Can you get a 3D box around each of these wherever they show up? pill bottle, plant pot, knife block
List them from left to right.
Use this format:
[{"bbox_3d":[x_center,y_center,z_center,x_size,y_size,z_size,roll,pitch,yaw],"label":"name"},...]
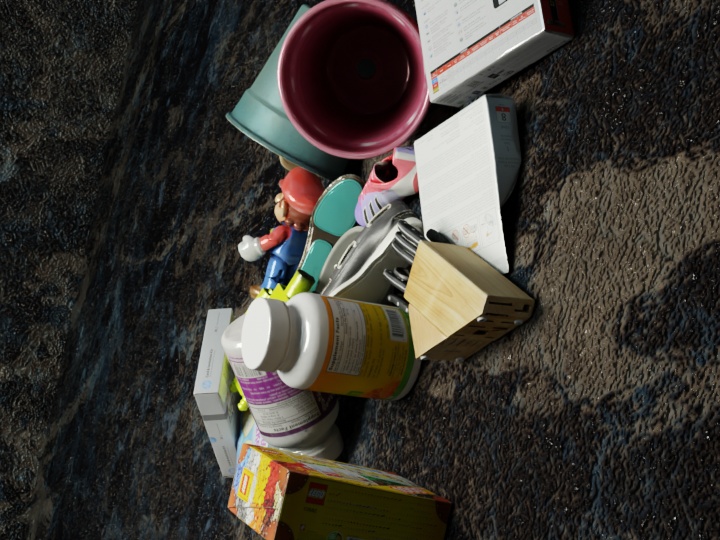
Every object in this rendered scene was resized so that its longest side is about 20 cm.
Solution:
[{"bbox_3d":[-0.092,0.151,1.502,0.112,0.111,0.203,32,145,65],"label":"pill bottle"},{"bbox_3d":[-0.065,-0.263,1.717,0.198,0.198,0.200,-61,26,9],"label":"plant pot"},{"bbox_3d":[-0.035,0.087,1.393,0.111,0.197,0.113,-29,56,56],"label":"pill bottle"},{"bbox_3d":[0.003,-0.255,1.536,0.179,0.197,0.203,-61,-6,-75],"label":"plant pot"},{"bbox_3d":[0.098,0.001,1.296,0.200,0.063,0.179,-40,52,53],"label":"knife block"}]

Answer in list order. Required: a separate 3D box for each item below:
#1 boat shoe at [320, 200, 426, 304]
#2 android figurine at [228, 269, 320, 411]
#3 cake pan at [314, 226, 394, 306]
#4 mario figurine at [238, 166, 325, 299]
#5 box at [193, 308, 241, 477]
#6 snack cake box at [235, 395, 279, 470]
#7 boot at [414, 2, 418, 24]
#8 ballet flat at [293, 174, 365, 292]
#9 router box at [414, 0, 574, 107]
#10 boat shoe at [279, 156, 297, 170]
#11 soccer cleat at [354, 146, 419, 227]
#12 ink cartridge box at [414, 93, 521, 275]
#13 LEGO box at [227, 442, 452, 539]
[{"bbox_3d":[0.000,0.000,1.458,0.201,0.073,0.061,-51,46,16],"label":"boat shoe"},{"bbox_3d":[-0.118,0.101,1.636,0.201,0.041,0.183,-54,35,14],"label":"android figurine"},{"bbox_3d":[-0.011,0.043,1.577,0.200,0.036,0.203,-44,38,49],"label":"cake pan"},{"bbox_3d":[-0.111,-0.056,1.746,0.123,0.104,0.203,-39,-34,-75],"label":"mario figurine"},{"bbox_3d":[-0.196,0.181,1.747,0.202,0.040,0.158,78,-169,-46],"label":"box"},{"bbox_3d":[-0.123,0.227,1.679,0.115,0.066,0.203,-44,38,51],"label":"snack cake box"},{"bbox_3d":[0.147,-0.374,1.451,0.162,0.072,0.202,13,90,60],"label":"boot"},{"bbox_3d":[-0.043,-0.054,1.690,0.075,0.067,0.203,-65,-2,-70],"label":"ballet flat"},{"bbox_3d":[0.144,-0.310,1.350,0.199,0.048,0.183,-25,68,51],"label":"router box"},{"bbox_3d":[-0.082,-0.249,1.885,0.064,0.070,0.203,-12,57,70],"label":"boat shoe"},{"bbox_3d":[0.032,-0.111,1.527,0.199,0.075,0.068,-29,50,58],"label":"soccer cleat"},{"bbox_3d":[0.130,-0.079,1.359,0.162,0.049,0.204,-27,68,59],"label":"ink cartridge box"},{"bbox_3d":[-0.024,0.255,1.280,0.148,0.197,0.079,9,84,65],"label":"LEGO box"}]
